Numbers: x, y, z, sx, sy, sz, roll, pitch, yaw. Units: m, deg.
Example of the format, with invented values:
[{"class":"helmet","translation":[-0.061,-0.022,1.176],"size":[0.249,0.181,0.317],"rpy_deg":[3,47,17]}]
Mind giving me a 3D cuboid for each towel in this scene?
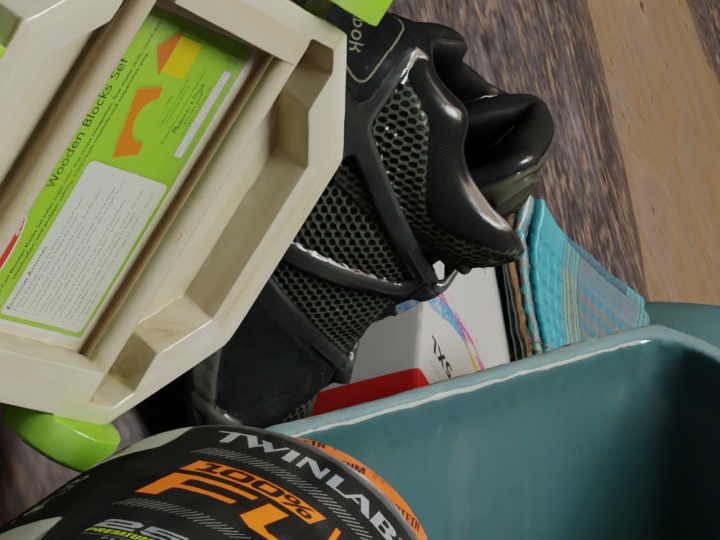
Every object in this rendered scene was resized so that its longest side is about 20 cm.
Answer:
[{"class":"towel","translation":[0.100,0.082,1.031],"size":[0.147,0.022,0.201],"rpy_deg":[39,40,-57]}]

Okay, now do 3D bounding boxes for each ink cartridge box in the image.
[{"class":"ink cartridge box","translation":[0.016,0.059,0.948],"size":[0.201,0.067,0.116],"rpy_deg":[-84,152,-50]}]

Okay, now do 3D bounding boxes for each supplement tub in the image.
[{"class":"supplement tub","translation":[-0.047,0.109,0.611],"size":[0.200,0.122,0.123],"rpy_deg":[-36,108,-72]}]

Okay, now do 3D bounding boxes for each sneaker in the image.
[{"class":"sneaker","translation":[0.000,0.000,0.797],"size":[0.076,0.113,0.200],"rpy_deg":[-87,-178,-49]}]

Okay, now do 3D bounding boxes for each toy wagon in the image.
[{"class":"toy wagon","translation":[-0.074,-0.029,0.635],"size":[0.040,0.156,0.200],"rpy_deg":[36,8,30]}]

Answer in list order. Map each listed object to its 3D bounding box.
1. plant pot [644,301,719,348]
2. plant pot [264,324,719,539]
[{"class":"plant pot","translation":[0.151,0.092,1.190],"size":[0.135,0.200,0.200],"rpy_deg":[42,8,19]},{"class":"plant pot","translation":[0.084,0.158,0.795],"size":[0.195,0.196,0.201],"rpy_deg":[-12,117,-38]}]
